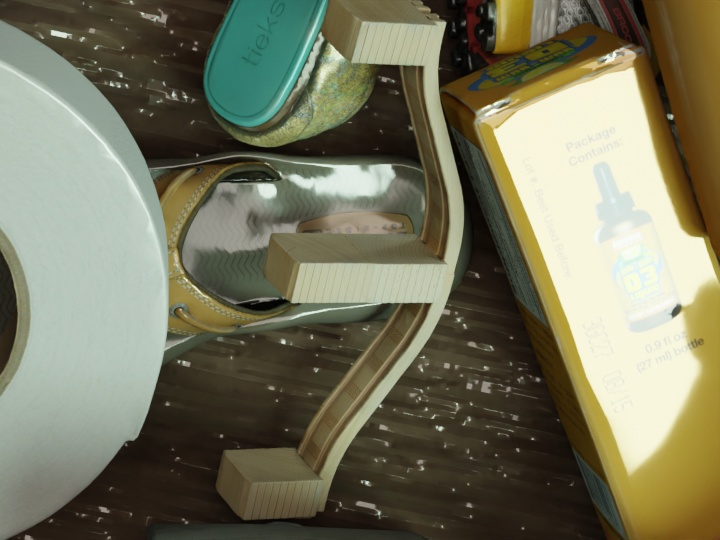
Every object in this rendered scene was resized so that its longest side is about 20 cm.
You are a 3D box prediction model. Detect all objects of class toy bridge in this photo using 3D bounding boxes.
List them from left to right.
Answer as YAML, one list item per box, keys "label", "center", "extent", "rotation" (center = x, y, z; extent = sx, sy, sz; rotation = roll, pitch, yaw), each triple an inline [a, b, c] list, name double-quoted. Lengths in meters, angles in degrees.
- label: "toy bridge"
  center: [0.000, 0.000, 1.059]
  extent: [0.067, 0.027, 0.201]
  rotation: [-1, 116, -30]

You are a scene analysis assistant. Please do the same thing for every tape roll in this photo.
- label: "tape roll"
  center: [-0.162, 0.006, 0.996]
  extent: [0.201, 0.037, 0.204]
  rotation: [-1, 116, -3]

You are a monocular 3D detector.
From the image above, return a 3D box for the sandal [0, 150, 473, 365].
- label: "sandal"
  center: [-0.051, -0.003, 1.078]
  extent: [0.199, 0.055, 0.082]
  rotation: [-5, 89, -12]

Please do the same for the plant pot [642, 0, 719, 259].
- label: "plant pot"
  center: [0.172, -0.095, 0.982]
  extent: [0.199, 0.200, 0.184]
  rotation: [-8, 114, -6]

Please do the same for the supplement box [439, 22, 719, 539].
- label: "supplement box"
  center: [0.095, 0.016, 1.065]
  extent: [0.066, 0.069, 0.201]
  rotation: [-22, 108, -5]

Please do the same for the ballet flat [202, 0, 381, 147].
- label: "ballet flat"
  center: [0.006, -0.135, 1.074]
  extent: [0.070, 0.071, 0.201]
  rotation: [25, 105, -3]

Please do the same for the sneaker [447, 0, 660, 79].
- label: "sneaker"
  center: [0.078, -0.158, 1.104]
  extent: [0.082, 0.078, 0.201]
  rotation: [1, 94, -13]

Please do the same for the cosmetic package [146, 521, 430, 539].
- label: "cosmetic package"
  center: [-0.022, 0.130, 1.009]
  extent: [0.106, 0.200, 0.091]
  rotation: [2, 85, -3]
